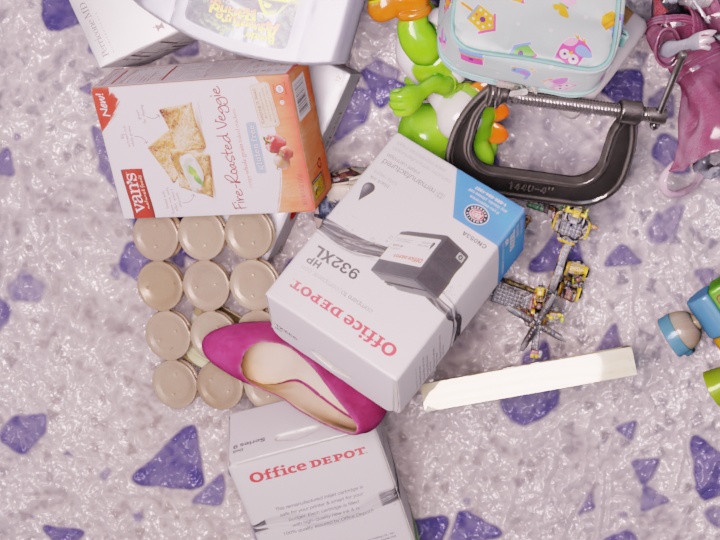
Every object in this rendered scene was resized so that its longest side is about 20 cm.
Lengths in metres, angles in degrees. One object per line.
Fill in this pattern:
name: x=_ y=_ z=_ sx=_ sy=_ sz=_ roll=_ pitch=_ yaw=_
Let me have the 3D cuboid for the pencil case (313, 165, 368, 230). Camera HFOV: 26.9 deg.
pencil case: x=0.000 y=0.000 z=1.463 sx=0.077 sy=0.089 sz=0.201 roll=-9 pitch=96 yaw=1

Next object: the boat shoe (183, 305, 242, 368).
boat shoe: x=-0.078 y=0.087 z=1.497 sx=0.200 sy=0.073 sz=0.063 roll=21 pitch=105 yaw=11

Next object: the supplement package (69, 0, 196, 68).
supplement package: x=-0.218 y=-0.303 z=1.413 sx=0.111 sy=0.156 sz=0.201 roll=-24 pitch=95 yaw=10

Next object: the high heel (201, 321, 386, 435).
high heel: x=-0.069 y=0.103 z=1.385 sx=0.199 sy=0.096 sz=0.068 roll=19 pitch=116 yaw=14

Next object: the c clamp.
c clamp: x=0.179 y=-0.132 z=1.359 sx=0.199 sy=0.027 sz=0.171 roll=2 pitch=129 yaw=-5

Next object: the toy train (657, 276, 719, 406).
toy train: x=0.382 y=0.096 z=1.440 sx=0.116 sy=0.085 sz=0.200 roll=-34 pitch=93 yaw=21

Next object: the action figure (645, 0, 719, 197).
action figure: x=0.318 y=-0.193 z=1.412 sx=0.201 sy=0.134 sz=0.149 roll=60 pitch=143 yaw=9

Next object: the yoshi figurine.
yoshi figurine: x=0.055 y=-0.172 z=1.389 sx=0.112 sy=0.112 sz=0.201 roll=-38 pitch=116 yaw=-23

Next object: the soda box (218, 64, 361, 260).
soda box: x=-0.072 y=-0.114 z=1.466 sx=0.063 sy=0.068 sz=0.201 roll=25 pitch=101 yaw=5

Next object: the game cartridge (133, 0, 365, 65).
game cartridge: x=-0.093 y=-0.254 z=1.312 sx=0.199 sy=0.041 sz=0.134 roll=16 pitch=105 yaw=3

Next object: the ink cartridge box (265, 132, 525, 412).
ink cartridge box: x=0.032 y=0.001 z=1.339 sx=0.145 sy=0.084 sz=0.200 roll=33 pitch=70 yaw=17

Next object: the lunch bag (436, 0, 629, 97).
lunch bag: x=0.153 y=-0.247 z=1.297 sx=0.160 sy=0.077 sz=0.201 roll=10 pitch=73 yaw=-6

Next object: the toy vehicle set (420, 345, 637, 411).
toy vehicle set: x=0.162 y=0.103 z=1.440 sx=0.199 sy=0.124 sz=0.027 roll=-11 pitch=86 yaw=9

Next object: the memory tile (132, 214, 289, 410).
memory tile: x=-0.144 y=0.038 z=1.462 sx=0.153 sy=0.017 sz=0.201 roll=-2 pitch=101 yaw=20

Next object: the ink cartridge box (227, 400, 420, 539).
ink cartridge box: x=-0.032 y=0.219 z=1.459 sx=0.145 sy=0.084 sz=0.201 roll=-15 pitch=122 yaw=4

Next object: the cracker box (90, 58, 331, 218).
cracker box: x=-0.137 y=-0.121 z=1.394 sx=0.199 sy=0.058 sz=0.134 roll=-2 pitch=117 yaw=20

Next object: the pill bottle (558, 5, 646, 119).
pill bottle: x=0.155 y=-0.244 z=1.397 sx=0.200 sy=0.114 sz=0.114 roll=38 pitch=101 yaw=0

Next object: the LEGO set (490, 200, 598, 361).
LEGO set: x=0.126 y=-0.020 z=1.431 sx=0.199 sy=0.116 sz=0.154 roll=26 pitch=100 yaw=2
